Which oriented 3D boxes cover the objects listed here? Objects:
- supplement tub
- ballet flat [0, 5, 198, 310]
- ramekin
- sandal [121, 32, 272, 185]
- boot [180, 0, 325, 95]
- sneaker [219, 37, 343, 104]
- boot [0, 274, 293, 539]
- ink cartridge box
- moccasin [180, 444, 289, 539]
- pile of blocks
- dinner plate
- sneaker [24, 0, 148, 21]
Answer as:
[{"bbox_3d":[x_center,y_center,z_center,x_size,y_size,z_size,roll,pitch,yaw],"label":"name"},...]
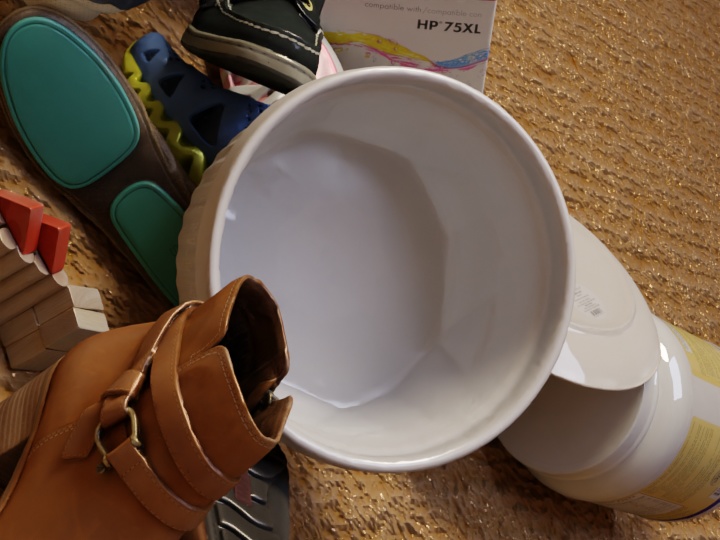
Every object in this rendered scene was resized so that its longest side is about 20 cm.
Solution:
[{"bbox_3d":[0.193,0.102,1.281,0.200,0.145,0.146,23,45,-53],"label":"supplement tub"},{"bbox_3d":[-0.128,-0.060,0.940,0.200,0.068,0.072,52,7,-22],"label":"ballet flat"},{"bbox_3d":[0.000,0.000,0.902,0.200,0.200,0.105,56,-18,-13],"label":"ramekin"},{"bbox_3d":[-0.056,-0.063,0.997,0.200,0.087,0.079,48,-3,8],"label":"sandal"},{"bbox_3d":[-0.038,-0.182,0.976,0.073,0.154,0.204,23,9,-14],"label":"boot"},{"bbox_3d":[-0.052,-0.087,1.085,0.105,0.075,0.201,8,62,-66],"label":"sneaker"},{"bbox_3d":[-0.090,0.106,0.725,0.077,0.155,0.200,41,32,-38],"label":"boot"},{"bbox_3d":[0.029,-0.169,1.158,0.067,0.116,0.200,-86,-179,-48],"label":"ink cartridge box"},{"bbox_3d":[-0.071,0.127,0.841,0.074,0.078,0.202,27,20,-27],"label":"moccasin"},{"bbox_3d":[-0.177,-0.033,0.811,0.200,0.062,0.082,47,29,-30],"label":"pile of blocks"},{"bbox_3d":[0.120,-0.002,1.156,0.200,0.024,0.200,25,34,-18],"label":"dinner plate"},{"bbox_3d":[-0.125,-0.209,0.943,0.200,0.146,0.081,-91,155,-50],"label":"sneaker"}]
